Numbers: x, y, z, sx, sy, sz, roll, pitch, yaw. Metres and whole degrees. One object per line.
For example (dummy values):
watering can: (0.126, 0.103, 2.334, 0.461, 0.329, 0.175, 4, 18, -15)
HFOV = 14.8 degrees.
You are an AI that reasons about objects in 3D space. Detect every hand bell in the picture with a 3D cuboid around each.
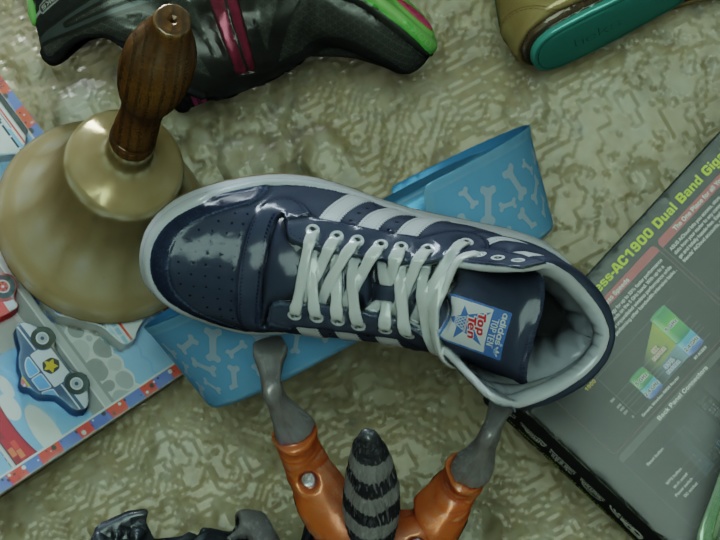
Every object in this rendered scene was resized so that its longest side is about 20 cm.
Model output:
hand bell: (-0.098, -0.063, 1.218, 0.103, 0.200, 0.105, 6, 65, -13)

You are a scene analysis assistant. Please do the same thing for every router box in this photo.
router box: (0.175, 0.036, 1.275, 0.150, 0.062, 0.200, 43, 81, 8)

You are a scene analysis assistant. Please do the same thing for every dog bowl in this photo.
dog bowl: (0.000, 0.000, 1.264, 0.199, 0.111, 0.050, -29, 94, -6)

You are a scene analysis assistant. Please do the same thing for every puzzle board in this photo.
puzzle board: (-0.186, -0.001, 1.288, 0.150, 0.017, 0.200, -33, 80, -24)

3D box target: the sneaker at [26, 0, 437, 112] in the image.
sneaker: (-0.061, -0.115, 1.314, 0.199, 0.077, 0.084, 8, 95, 5)

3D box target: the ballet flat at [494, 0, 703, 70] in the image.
ballet flat: (0.156, -0.159, 1.319, 0.199, 0.069, 0.063, -19, 62, -5)

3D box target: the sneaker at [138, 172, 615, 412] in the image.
sneaker: (0.011, 0.009, 1.158, 0.199, 0.109, 0.071, 7, 102, -16)

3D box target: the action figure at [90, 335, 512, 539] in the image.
action figure: (-0.026, 0.130, 1.213, 0.198, 0.105, 0.195, 4, 114, -4)

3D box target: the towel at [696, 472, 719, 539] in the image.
towel: (0.253, 0.075, 1.232, 0.199, 0.023, 0.154, 13, 93, -22)
